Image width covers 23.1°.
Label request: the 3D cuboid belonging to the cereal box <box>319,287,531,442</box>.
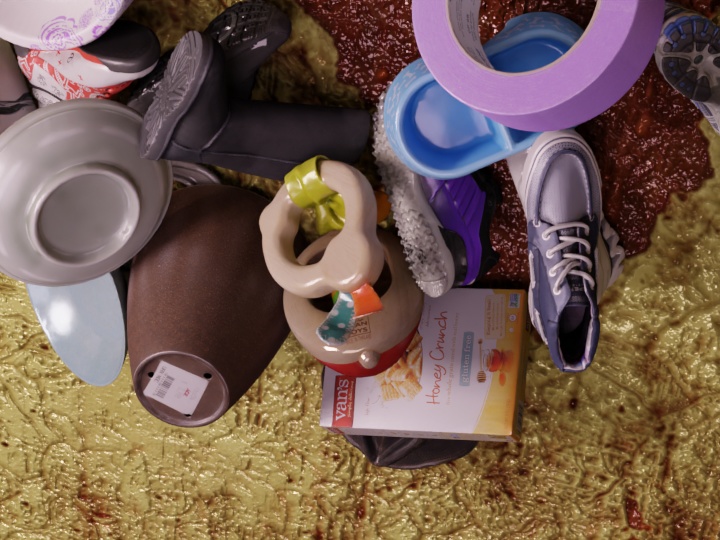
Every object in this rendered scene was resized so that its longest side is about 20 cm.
[{"bbox_3d":[0.063,0.089,1.705,0.198,0.146,0.040,0,164,19],"label":"cereal box"}]

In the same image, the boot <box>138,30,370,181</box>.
[{"bbox_3d":[-0.081,-0.141,1.583,0.198,0.066,0.165,10,150,-22],"label":"boot"}]

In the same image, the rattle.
[{"bbox_3d":[0.000,0.000,1.589,0.130,0.200,0.143,-40,141,1],"label":"rattle"}]

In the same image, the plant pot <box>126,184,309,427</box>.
[{"bbox_3d":[-0.152,0.051,1.698,0.185,0.201,0.188,5,128,7],"label":"plant pot"}]

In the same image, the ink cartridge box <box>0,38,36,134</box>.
[{"bbox_3d":[-0.383,-0.118,1.710,0.146,0.083,0.202,-26,84,32],"label":"ink cartridge box"}]

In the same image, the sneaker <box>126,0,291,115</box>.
[{"bbox_3d":[-0.127,-0.181,1.637,0.199,0.076,0.091,-25,121,40],"label":"sneaker"}]

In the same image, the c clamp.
[{"bbox_3d":[-0.212,-0.037,1.786,0.169,0.027,0.201,20,128,7],"label":"c clamp"}]

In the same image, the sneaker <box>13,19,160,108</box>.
[{"bbox_3d":[-0.244,-0.174,1.650,0.200,0.067,0.109,14,130,42],"label":"sneaker"}]

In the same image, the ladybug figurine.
[{"bbox_3d":[-0.003,0.035,1.654,0.134,0.201,0.072,-14,125,5],"label":"ladybug figurine"}]

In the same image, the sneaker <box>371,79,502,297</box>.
[{"bbox_3d":[0.078,-0.083,1.620,0.069,0.099,0.202,-11,93,61],"label":"sneaker"}]

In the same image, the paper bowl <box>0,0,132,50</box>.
[{"bbox_3d":[-0.280,-0.308,1.577,0.198,0.105,0.202,10,125,14],"label":"paper bowl"}]

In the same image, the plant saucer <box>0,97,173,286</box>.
[{"bbox_3d":[-0.260,-0.060,1.622,0.198,0.050,0.202,-16,129,-21],"label":"plant saucer"}]

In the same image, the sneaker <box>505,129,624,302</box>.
[{"bbox_3d":[0.181,-0.055,1.595,0.075,0.081,0.201,-15,115,31],"label":"sneaker"}]

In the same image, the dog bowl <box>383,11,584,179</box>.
[{"bbox_3d":[0.115,-0.148,1.525,0.198,0.050,0.112,-22,102,6],"label":"dog bowl"}]

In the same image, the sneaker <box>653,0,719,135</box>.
[{"bbox_3d":[0.307,-0.161,1.484,0.077,0.085,0.200,-40,126,11],"label":"sneaker"}]

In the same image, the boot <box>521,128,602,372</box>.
[{"bbox_3d":[0.182,-0.016,1.515,0.072,0.091,0.202,-8,118,-4],"label":"boot"}]

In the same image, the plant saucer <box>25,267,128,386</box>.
[{"bbox_3d":[-0.282,0.017,1.798,0.200,0.038,0.203,31,132,41],"label":"plant saucer"}]

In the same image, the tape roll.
[{"bbox_3d":[0.144,-0.218,1.431,0.198,0.065,0.203,-4,80,27],"label":"tape roll"}]

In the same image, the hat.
[{"bbox_3d":[0.037,0.146,1.784,0.198,0.081,0.202,10,126,13],"label":"hat"}]
